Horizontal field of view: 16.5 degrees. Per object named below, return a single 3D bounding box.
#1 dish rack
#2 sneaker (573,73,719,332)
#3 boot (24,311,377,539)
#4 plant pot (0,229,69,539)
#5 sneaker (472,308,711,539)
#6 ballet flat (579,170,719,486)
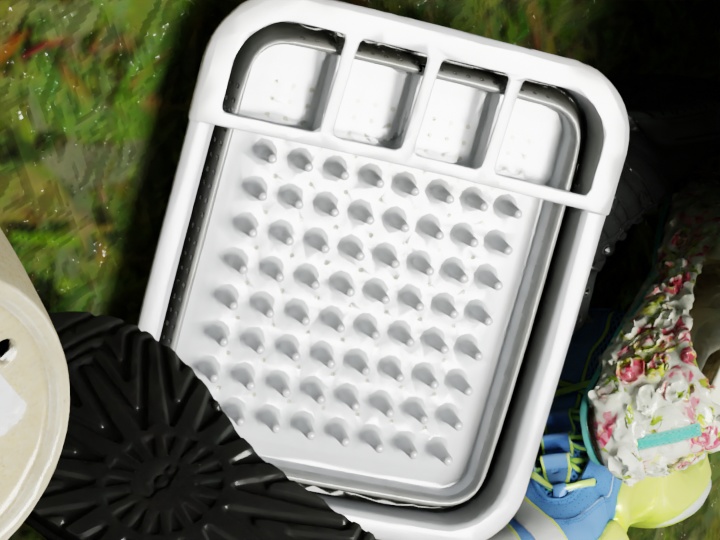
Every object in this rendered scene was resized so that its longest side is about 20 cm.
[{"bbox_3d":[0.000,0.000,0.957,0.172,0.044,0.200,12,100,-18],"label":"dish rack"},{"bbox_3d":[0.081,-0.018,1.042,0.200,0.060,0.104,-12,113,-31],"label":"sneaker"},{"bbox_3d":[-0.060,0.123,0.900,0.079,0.211,0.158,-36,146,-22],"label":"boot"},{"bbox_3d":[-0.179,0.014,0.731,0.187,0.200,0.187,-16,116,-36],"label":"plant pot"},{"bbox_3d":[0.083,0.076,1.057,0.200,0.076,0.105,-22,101,-60],"label":"sneaker"},{"bbox_3d":[0.150,0.022,1.052,0.076,0.064,0.200,66,32,-28],"label":"ballet flat"}]
